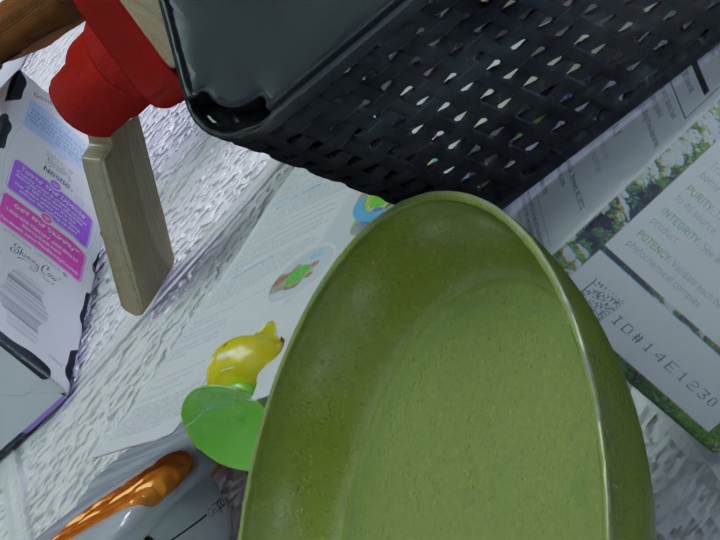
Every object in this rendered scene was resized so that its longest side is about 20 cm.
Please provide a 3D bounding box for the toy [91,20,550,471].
[{"bbox_3d":[0.000,0.000,0.972,0.115,0.047,0.200,-21,21,39],"label":"toy"}]

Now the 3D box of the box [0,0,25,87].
[{"bbox_3d":[-0.302,-0.166,1.716,0.199,0.171,0.200,-28,30,46],"label":"box"}]

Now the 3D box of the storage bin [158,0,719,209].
[{"bbox_3d":[0.042,-0.121,0.739,0.200,0.094,0.135,-37,52,29],"label":"storage bin"}]

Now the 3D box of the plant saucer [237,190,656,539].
[{"bbox_3d":[0.022,0.081,0.726,0.200,0.031,0.201,-28,59,60],"label":"plant saucer"}]

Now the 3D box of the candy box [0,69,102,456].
[{"bbox_3d":[-0.199,0.026,1.319,0.168,0.072,0.200,-40,23,26],"label":"candy box"}]

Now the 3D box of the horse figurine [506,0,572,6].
[{"bbox_3d":[0.051,-0.170,0.942,0.050,0.201,0.132,-1,19,33],"label":"horse figurine"}]

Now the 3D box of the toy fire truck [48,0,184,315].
[{"bbox_3d":[-0.053,-0.091,1.165,0.176,0.129,0.200,-35,-2,-45],"label":"toy fire truck"}]

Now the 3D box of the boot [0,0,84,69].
[{"bbox_3d":[-0.090,-0.143,1.325,0.200,0.069,0.188,-32,4,46],"label":"boot"}]

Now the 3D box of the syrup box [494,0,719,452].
[{"bbox_3d":[0.133,-0.055,0.756,0.200,0.079,0.081,-44,21,16],"label":"syrup box"}]

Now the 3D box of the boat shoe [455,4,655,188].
[{"bbox_3d":[0.115,-0.056,0.856,0.200,0.073,0.063,-26,74,38],"label":"boat shoe"}]

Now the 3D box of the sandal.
[{"bbox_3d":[-0.069,0.098,0.959,0.079,0.059,0.207,-31,5,23],"label":"sandal"}]
